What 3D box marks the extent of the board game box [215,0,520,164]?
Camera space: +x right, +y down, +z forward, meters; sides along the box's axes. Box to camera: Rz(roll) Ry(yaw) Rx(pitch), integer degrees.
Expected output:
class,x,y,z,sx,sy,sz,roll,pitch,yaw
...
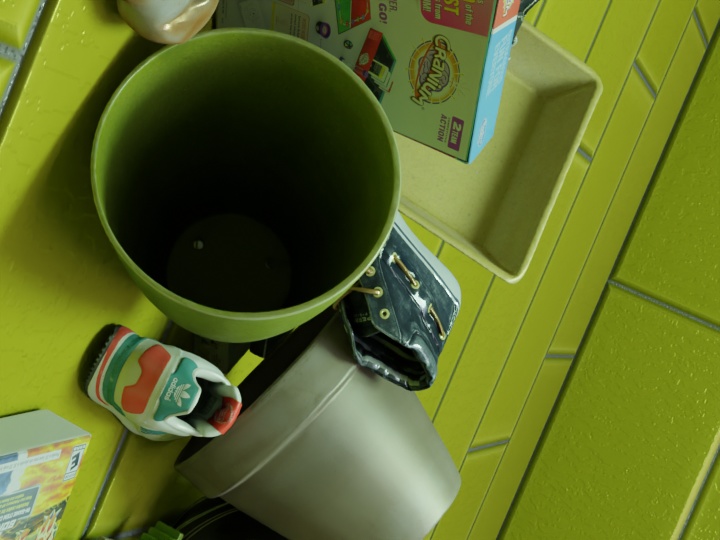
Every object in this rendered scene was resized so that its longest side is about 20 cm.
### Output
class,x,y,z,sx,sy,sz,roll,pitch,yaw
board game box,0.001,-0.172,0.968,0.040,0.199,0.154,-49,157,-42

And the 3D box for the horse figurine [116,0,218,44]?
class,x,y,z,sx,sy,sz,roll,pitch,yaw
horse figurine,-0.109,-0.182,0.870,0.133,0.050,0.200,-51,167,-6

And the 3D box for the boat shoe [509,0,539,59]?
class,x,y,z,sx,sy,sz,roll,pitch,yaw
boat shoe,0.086,-0.181,1.144,0.200,0.072,0.068,-40,120,-29

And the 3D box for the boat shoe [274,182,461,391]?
class,x,y,z,sx,sy,sz,roll,pitch,yaw
boat shoe,0.000,0.000,1.107,0.200,0.071,0.091,42,44,-27

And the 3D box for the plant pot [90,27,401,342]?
class,x,y,z,sx,sy,sz,roll,pitch,yaw
plant pot,-0.079,-0.028,0.996,0.188,0.186,0.200,-59,176,-20

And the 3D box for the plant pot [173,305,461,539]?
class,x,y,z,sx,sy,sz,roll,pitch,yaw
plant pot,-0.020,0.145,1.205,0.200,0.174,0.200,-43,-175,5

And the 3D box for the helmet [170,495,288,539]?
class,x,y,z,sx,sy,sz,roll,pitch,yaw
helmet,-0.094,0.284,1.311,0.200,0.189,0.202,-3,90,-82

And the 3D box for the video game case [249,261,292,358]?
class,x,y,z,sx,sy,sz,roll,pitch,yaw
video game case,-0.036,-0.044,1.219,0.143,0.019,0.201,-45,152,-50

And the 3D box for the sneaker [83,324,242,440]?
class,x,y,z,sx,sy,sz,roll,pitch,yaw
sneaker,-0.128,0.100,1.121,0.071,0.093,0.200,-63,162,-9

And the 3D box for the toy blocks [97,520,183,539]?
class,x,y,z,sx,sy,sz,roll,pitch,yaw
toy blocks,-0.210,0.280,1.146,0.201,0.099,0.137,-63,152,-7

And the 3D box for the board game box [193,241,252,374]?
class,x,y,z,sx,sy,sz,roll,pitch,yaw
board game box,-0.067,-0.028,1.236,0.200,0.034,0.135,-50,157,-42

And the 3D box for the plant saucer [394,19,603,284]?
class,x,y,z,sx,sy,sz,roll,pitch,yaw
plant saucer,0.070,-0.117,1.179,0.048,0.199,0.201,-24,-143,62

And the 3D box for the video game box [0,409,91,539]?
class,x,y,z,sx,sy,sz,roll,pitch,yaw
video game box,-0.258,0.185,0.930,0.184,0.047,0.200,-66,163,9
